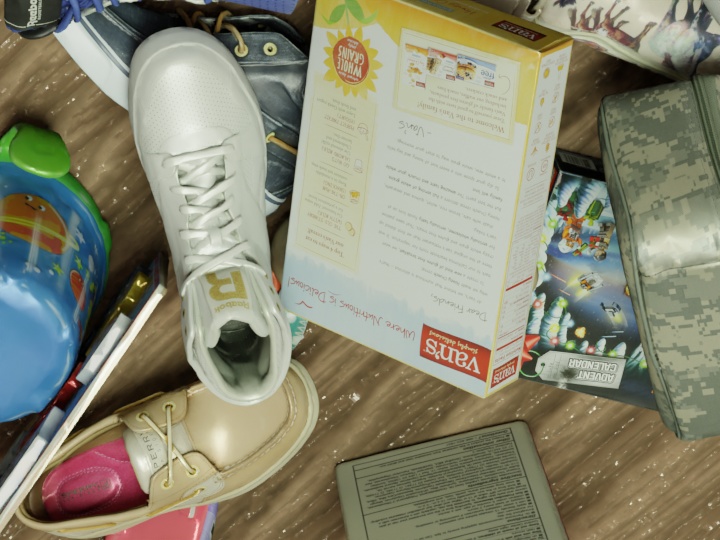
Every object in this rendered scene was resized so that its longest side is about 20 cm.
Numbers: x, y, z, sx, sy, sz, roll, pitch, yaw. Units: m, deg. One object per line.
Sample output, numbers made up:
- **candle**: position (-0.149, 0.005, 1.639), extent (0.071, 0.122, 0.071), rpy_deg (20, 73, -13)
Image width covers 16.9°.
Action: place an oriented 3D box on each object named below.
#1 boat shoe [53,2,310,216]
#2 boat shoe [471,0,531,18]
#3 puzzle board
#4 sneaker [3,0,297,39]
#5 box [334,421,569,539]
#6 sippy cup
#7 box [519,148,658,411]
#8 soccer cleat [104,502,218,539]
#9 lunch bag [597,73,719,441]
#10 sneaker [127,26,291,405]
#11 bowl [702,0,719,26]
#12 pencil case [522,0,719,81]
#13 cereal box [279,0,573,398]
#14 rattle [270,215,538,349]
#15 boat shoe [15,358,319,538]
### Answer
- **boat shoe**: position (-0.089, -0.121, 1.346), extent (0.091, 0.071, 0.200), rpy_deg (-41, 121, 12)
- **boat shoe**: position (0.075, -0.200, 1.312), extent (0.072, 0.063, 0.201), rpy_deg (18, 103, 7)
- **puzzle board**: position (-0.170, 0.079, 1.361), extent (0.017, 0.151, 0.200), rpy_deg (34, 93, -7)
- **sneaker**: position (-0.130, -0.162, 1.267), extent (0.199, 0.115, 0.081), rpy_deg (22, 150, 2)
- **box**: position (0.064, 0.193, 1.439), extent (0.127, 0.200, 0.109), rpy_deg (-13, 116, 0)
- **sippy cup**: position (-0.208, 0.017, 1.359), extent (0.139, 0.130, 0.178), rpy_deg (-16, 117, 2)
- **box**: position (0.185, 0.016, 1.458), extent (0.199, 0.040, 0.137), rpy_deg (13, 114, -13)
- **soccer cleat**: position (-0.127, 0.203, 1.505), extent (0.076, 0.067, 0.201), rpy_deg (0, 112, -57)
- **lunch bag**: position (0.228, -0.014, 1.326), extent (0.167, 0.140, 0.200), rpy_deg (-12, 136, 7)
- **sneaker**: position (-0.074, -0.023, 1.299), extent (0.073, 0.116, 0.201), rpy_deg (-15, 126, -5)
- **bowl**: position (0.224, -0.228, 1.291), extent (0.200, 0.075, 0.200), rpy_deg (-44, 116, -25)
- **pencil case**: position (0.181, -0.139, 1.357), extent (0.199, 0.078, 0.090), rpy_deg (20, 67, -17)
- **cereal box**: position (0.032, -0.048, 1.287), extent (0.144, 0.039, 0.201), rpy_deg (24, 120, 29)
- **rattle**: position (0.000, 0.000, 1.368), extent (0.199, 0.143, 0.131), rpy_deg (-12, 108, 2)
- **boat shoe**: position (-0.117, 0.110, 1.418), extent (0.200, 0.069, 0.074), rpy_deg (-28, 79, 22)
